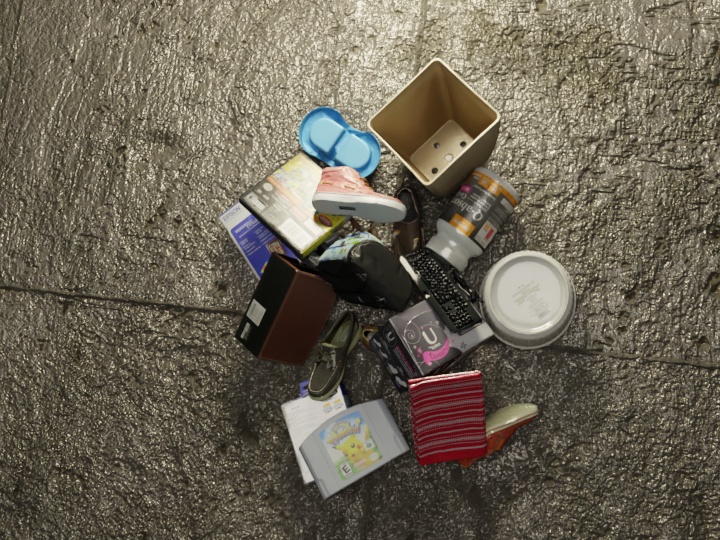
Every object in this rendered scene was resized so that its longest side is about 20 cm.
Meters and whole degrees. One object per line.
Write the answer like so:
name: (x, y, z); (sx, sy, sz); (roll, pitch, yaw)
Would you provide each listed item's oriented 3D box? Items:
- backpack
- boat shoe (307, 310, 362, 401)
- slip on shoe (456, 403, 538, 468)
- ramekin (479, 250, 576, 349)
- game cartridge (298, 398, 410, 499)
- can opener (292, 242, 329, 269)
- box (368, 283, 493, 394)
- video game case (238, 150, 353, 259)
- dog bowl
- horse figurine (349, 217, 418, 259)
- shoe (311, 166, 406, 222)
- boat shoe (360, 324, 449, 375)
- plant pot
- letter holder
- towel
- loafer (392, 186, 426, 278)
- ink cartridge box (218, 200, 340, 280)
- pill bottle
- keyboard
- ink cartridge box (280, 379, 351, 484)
backpack: (0.000, 0.000, 1.677); (0.163, 0.199, 0.155); (45, 57, -21)
boat shoe: (-0.060, 0.169, 1.735); (0.071, 0.066, 0.202); (10, 55, 29)
slip on shoe: (0.271, 0.328, 1.692); (0.199, 0.074, 0.062); (-32, 100, 3)
ramekin: (0.337, 0.054, 1.701); (0.197, 0.105, 0.203); (-2, 80, 9)
game cartridge: (-0.018, 0.346, 1.676); (0.198, 0.040, 0.134); (-31, 74, 2)
can opener: (-0.133, -0.078, 1.786); (0.064, 0.078, 0.200); (-48, 69, 8)
box: (0.142, 0.133, 1.671); (0.198, 0.115, 0.133); (-25, 75, -31)
video game case: (-0.125, -0.141, 1.778); (0.180, 0.026, 0.200); (-40, 67, -22)
dog bowl: (-0.042, -0.272, 1.849); (0.199, 0.050, 0.112); (35, 88, 14)
horse figurine: (0.046, -0.043, 1.771); (0.199, 0.050, 0.134); (36, 127, 33)
shoe: (0.003, -0.160, 1.731); (0.197, 0.072, 0.092); (8, 62, 12)
boat shoe: (0.088, 0.173, 1.743); (0.198, 0.068, 0.073); (21, 84, 12)
plant pot: (0.166, -0.268, 1.736); (0.199, 0.177, 0.200); (-42, 64, 1)
letter holder: (-0.150, 0.084, 1.782); (0.100, 0.141, 0.202); (34, 102, 44)
towel: (0.168, 0.284, 1.611); (0.142, 0.023, 0.202); (-8, 119, 1)
loafer: (0.097, -0.084, 1.782); (0.072, 0.071, 0.203); (-11, 79, 8)
ink cartridge box: (-0.178, -0.093, 1.847); (0.197, 0.047, 0.201); (-36, 75, 4)
pill bottle: (0.229, -0.102, 1.740); (0.116, 0.116, 0.201); (36, 88, 13)
keyboard: (0.168, 0.024, 1.654); (0.103, 0.040, 0.201); (-20, 60, -29)
ink cartridge box: (-0.077, 0.320, 1.743); (0.135, 0.076, 0.203); (-20, 79, 4)
